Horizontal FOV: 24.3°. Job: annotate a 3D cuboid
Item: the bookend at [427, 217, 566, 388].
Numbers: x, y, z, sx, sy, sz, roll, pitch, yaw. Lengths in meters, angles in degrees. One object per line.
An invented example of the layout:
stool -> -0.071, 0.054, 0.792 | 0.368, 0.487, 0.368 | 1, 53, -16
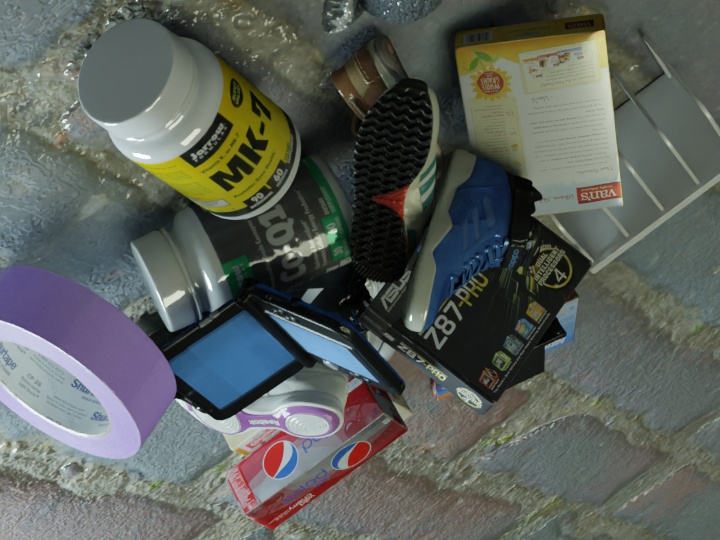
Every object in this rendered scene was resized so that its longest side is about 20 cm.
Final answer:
bookend -> 0.138, 0.062, 1.844 | 0.092, 0.200, 0.199 | -25, 148, -10

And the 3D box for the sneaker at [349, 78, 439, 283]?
sneaker -> 0.036, -0.093, 1.552 | 0.093, 0.070, 0.200 | -57, 157, -61

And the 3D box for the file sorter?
file sorter -> 0.269, -0.125, 1.750 | 0.200, 0.139, 0.125 | -38, 148, 11

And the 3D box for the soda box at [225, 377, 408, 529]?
soda box -> -0.050, 0.204, 1.873 | 0.200, 0.063, 0.070 | -37, 147, 9

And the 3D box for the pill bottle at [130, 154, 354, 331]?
pill bottle -> -0.109, -0.024, 1.594 | 0.200, 0.113, 0.113 | -25, 148, -11

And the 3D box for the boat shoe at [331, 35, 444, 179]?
boat shoe -> 0.025, -0.145, 1.587 | 0.072, 0.076, 0.200 | -26, 142, 4

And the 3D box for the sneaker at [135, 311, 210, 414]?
sneaker -> -0.134, 0.092, 1.741 | 0.199, 0.114, 0.076 | -6, 143, -38

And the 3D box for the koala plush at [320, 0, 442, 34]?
koala plush -> 0.038, -0.267, 1.343 | 0.177, 0.184, 0.200 | -20, 159, -18

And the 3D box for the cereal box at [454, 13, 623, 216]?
cereal box -> 0.175, -0.145, 1.618 | 0.144, 0.040, 0.200 | -6, 125, 8

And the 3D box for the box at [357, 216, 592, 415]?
box -> 0.118, 0.021, 1.695 | 0.200, 0.161, 0.049 | -51, 177, -25

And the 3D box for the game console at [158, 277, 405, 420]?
game console -> -0.075, 0.099, 1.585 | 0.118, 0.171, 0.200 | -63, 155, -11

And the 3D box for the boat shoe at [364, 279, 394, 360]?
boat shoe -> 0.009, 0.022, 1.819 | 0.067, 0.074, 0.200 | -4, 132, -15

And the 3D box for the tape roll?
tape roll -> -0.270, 0.086, 1.531 | 0.066, 0.200, 0.200 | -57, 161, -29

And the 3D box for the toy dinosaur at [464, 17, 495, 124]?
toy dinosaur -> 0.150, -0.165, 1.666 | 0.106, 0.060, 0.200 | -33, 118, 24

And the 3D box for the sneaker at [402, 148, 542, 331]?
sneaker -> 0.113, -0.017, 1.573 | 0.111, 0.200, 0.077 | 20, 145, 0

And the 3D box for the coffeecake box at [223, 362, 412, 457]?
coffeecake box -> -0.055, 0.160, 1.938 | 0.153, 0.073, 0.200 | -38, 148, 11

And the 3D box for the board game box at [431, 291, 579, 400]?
board game box -> 0.181, 0.093, 2.099 | 0.200, 0.019, 0.103 | -23, 146, -14

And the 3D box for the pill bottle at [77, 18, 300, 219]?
pill bottle -> -0.144, -0.128, 1.418 | 0.114, 0.114, 0.200 | -38, 148, 11

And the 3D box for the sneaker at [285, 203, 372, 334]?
sneaker -> 0.000, 0.000, 1.712 | 0.200, 0.112, 0.073 | -40, -174, 25

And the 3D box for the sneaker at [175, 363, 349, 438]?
sneaker -> -0.107, 0.128, 1.811 | 0.200, 0.100, 0.075 | 7, 137, 11
